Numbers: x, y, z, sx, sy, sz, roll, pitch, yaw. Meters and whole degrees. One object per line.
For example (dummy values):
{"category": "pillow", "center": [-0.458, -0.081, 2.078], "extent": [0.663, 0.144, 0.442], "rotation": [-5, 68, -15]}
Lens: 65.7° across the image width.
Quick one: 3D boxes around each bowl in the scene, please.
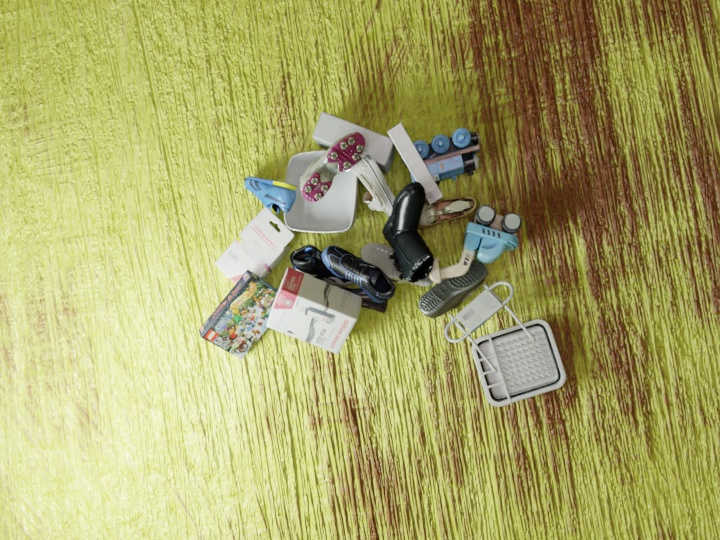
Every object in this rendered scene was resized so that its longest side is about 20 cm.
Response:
{"category": "bowl", "center": [-0.091, -0.194, 1.405], "extent": [0.196, 0.074, 0.204], "rotation": [4, 89, 20]}

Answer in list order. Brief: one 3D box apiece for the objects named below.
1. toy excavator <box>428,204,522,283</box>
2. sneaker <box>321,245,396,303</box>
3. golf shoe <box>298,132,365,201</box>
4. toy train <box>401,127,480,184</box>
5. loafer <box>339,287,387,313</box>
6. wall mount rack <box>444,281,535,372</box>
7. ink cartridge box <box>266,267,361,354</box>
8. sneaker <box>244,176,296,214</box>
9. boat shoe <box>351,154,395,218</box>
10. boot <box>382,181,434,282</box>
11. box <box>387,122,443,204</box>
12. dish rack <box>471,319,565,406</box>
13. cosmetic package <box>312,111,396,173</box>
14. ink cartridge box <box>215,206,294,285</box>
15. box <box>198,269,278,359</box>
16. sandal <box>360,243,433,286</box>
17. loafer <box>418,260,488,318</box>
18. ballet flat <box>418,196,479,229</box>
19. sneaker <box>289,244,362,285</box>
{"category": "toy excavator", "center": [0.274, -0.050, 1.336], "extent": [0.191, 0.100, 0.204], "rotation": [16, 81, 8]}
{"category": "sneaker", "center": [0.000, 0.000, 1.334], "extent": [0.198, 0.078, 0.071], "rotation": [35, 64, -7]}
{"category": "golf shoe", "center": [-0.075, -0.258, 1.325], "extent": [0.200, 0.092, 0.075], "rotation": [-44, 127, 4]}
{"category": "toy train", "center": [0.204, -0.276, 1.379], "extent": [0.196, 0.087, 0.116], "rotation": [-14, 96, 6]}
{"category": "loafer", "center": [-0.027, 0.076, 1.408], "extent": [0.196, 0.072, 0.064], "rotation": [1, 93, 5]}
{"category": "wall mount rack", "center": [0.306, 0.130, 1.322], "extent": [0.199, 0.075, 0.174], "rotation": [-40, 44, 3]}
{"category": "ink cartridge box", "center": [-0.113, 0.101, 1.356], "extent": [0.197, 0.086, 0.147], "rotation": [21, 131, -9]}
{"category": "sneaker", "center": [-0.236, -0.189, 1.402], "extent": [0.198, 0.065, 0.080], "rotation": [18, 96, 43]}
{"category": "boat shoe", "center": [0.039, -0.183, 1.361], "extent": [0.069, 0.071, 0.201], "rotation": [-34, 128, -2]}
{"category": "boot", "center": [0.125, -0.082, 1.311], "extent": [0.072, 0.200, 0.164], "rotation": [-5, 53, -29]}
{"category": "box", "center": [0.131, -0.253, 1.326], "extent": [0.041, 0.039, 0.202], "rotation": [-31, 99, 9]}
{"category": "dish rack", "center": [0.383, 0.223, 1.362], "extent": [0.197, 0.044, 0.175], "rotation": [-18, 86, 7]}
{"category": "cosmetic package", "center": [-0.013, -0.318, 1.397], "extent": [0.197, 0.102, 0.075], "rotation": [21, 90, 9]}
{"category": "ink cartridge box", "center": [-0.264, -0.051, 1.441], "extent": [0.116, 0.067, 0.200], "rotation": [44, 96, 6]}
{"category": "box", "center": [-0.293, 0.114, 1.415], "extent": [0.201, 0.038, 0.136], "rotation": [-50, 128, 4]}
{"category": "sandal", "center": [0.090, -0.002, 1.399], "extent": [0.199, 0.050, 0.083], "rotation": [23, 59, 0]}
{"category": "loafer", "center": [0.229, 0.049, 1.381], "extent": [0.198, 0.070, 0.076], "rotation": [-33, 57, -5]}
{"category": "ballet flat", "center": [0.197, -0.150, 1.384], "extent": [0.196, 0.063, 0.070], "rotation": [-15, 86, 7]}
{"category": "sneaker", "center": [-0.080, -0.017, 1.386], "extent": [0.196, 0.112, 0.074], "rotation": [-2, 64, 8]}
